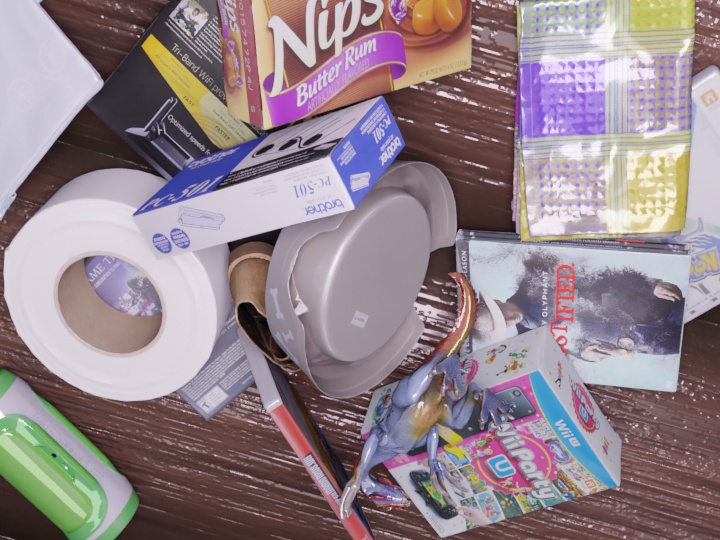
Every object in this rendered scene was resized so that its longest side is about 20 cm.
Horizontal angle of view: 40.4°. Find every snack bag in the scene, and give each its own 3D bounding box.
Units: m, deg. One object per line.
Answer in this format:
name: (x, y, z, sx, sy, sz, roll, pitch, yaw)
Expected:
snack bag: (-0.324, -0.173, 0.828, 0.188, 0.021, 0.201, -42, 90, 24)

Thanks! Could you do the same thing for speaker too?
speaker: (-0.322, 0.196, 1.008, 0.088, 0.089, 0.201, -34, 108, 23)

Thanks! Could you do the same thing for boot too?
boot: (-0.059, 0.068, 0.877, 0.072, 0.076, 0.201, -22, 133, 17)

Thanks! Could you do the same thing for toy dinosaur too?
toy dinosaur: (0.053, 0.136, 0.859, 0.104, 0.203, 0.181, 28, 147, -19)

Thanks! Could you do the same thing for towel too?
towel: (0.192, -0.119, 0.779, 0.140, 0.023, 0.204, 3, 111, 14)

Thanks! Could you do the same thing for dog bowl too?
dog bowl: (0.000, 0.000, 0.803, 0.058, 0.199, 0.204, 25, 124, 33)

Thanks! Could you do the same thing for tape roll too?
tape roll: (-0.216, 0.015, 0.885, 0.198, 0.071, 0.206, 4, 118, 7)

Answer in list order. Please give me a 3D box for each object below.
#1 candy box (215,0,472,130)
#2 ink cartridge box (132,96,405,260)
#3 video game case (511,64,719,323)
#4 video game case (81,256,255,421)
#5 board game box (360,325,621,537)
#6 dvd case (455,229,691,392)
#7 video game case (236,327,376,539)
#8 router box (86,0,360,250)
candy box: (-0.007, -0.187, 0.707, 0.056, 0.197, 0.119, 28, 130, 45)
ink cartridge box: (-0.071, -0.066, 0.732, 0.197, 0.094, 0.045, -12, 117, 36)
video game case: (0.258, -0.041, 0.830, 0.198, 0.022, 0.183, -34, 108, 23)
video game case: (-0.172, 0.039, 0.941, 0.142, 0.019, 0.200, -39, 105, 24)
board game box: (0.121, 0.155, 0.912, 0.198, 0.065, 0.148, -26, 113, 30)
dvd case: (0.183, 0.036, 0.861, 0.196, 0.022, 0.149, 6, 124, 16)
video game case: (-0.048, 0.155, 0.901, 0.017, 0.143, 0.202, -30, 119, -2)
router box: (-0.104, -0.130, 0.821, 0.200, 0.052, 0.157, 43, 115, -14)
